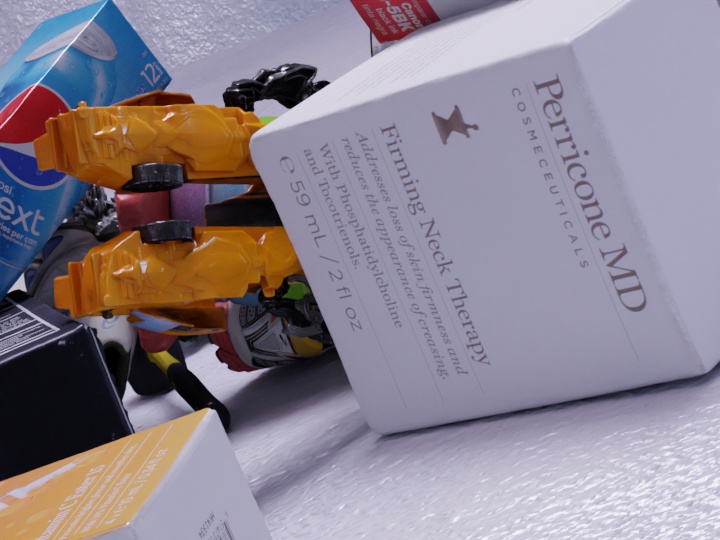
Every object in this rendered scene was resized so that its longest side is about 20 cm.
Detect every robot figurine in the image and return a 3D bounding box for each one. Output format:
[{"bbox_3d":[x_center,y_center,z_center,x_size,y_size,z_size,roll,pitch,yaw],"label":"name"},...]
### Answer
[{"bbox_3d":[-0.064,-0.032,1.091,0.199,0.146,0.058,-2,-8,-43],"label":"robot figurine"}]

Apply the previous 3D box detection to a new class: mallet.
[{"bbox_3d":[-0.115,0.051,1.296,0.041,0.066,0.200,-27,12,-12],"label":"mallet"}]

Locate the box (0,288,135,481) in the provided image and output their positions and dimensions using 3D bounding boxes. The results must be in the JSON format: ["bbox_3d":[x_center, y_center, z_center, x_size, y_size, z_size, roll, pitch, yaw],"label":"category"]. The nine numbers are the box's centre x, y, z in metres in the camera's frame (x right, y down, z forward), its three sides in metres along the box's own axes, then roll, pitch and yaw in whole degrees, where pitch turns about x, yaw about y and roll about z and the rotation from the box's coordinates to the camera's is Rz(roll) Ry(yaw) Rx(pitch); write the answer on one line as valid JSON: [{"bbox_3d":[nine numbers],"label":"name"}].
[{"bbox_3d":[-0.221,0.108,1.100,0.199,0.124,0.198,-24,13,-14],"label":"box"}]

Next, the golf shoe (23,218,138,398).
[{"bbox_3d":[-0.174,0.062,1.268,0.078,0.098,0.200,0,-37,-19],"label":"golf shoe"}]

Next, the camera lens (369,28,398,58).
[{"bbox_3d":[0.117,-0.134,1.249,0.199,0.161,0.160,-3,21,32],"label":"camera lens"}]

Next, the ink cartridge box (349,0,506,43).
[{"bbox_3d":[0.096,-0.208,1.147,0.199,0.083,0.147,-4,52,31],"label":"ink cartridge box"}]

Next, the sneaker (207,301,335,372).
[{"bbox_3d":[0.000,0.000,1.317,0.082,0.078,0.200,-1,32,45],"label":"sneaker"}]

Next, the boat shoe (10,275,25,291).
[{"bbox_3d":[-0.253,0.036,1.632,0.075,0.062,0.200,-11,15,-22],"label":"boat shoe"}]

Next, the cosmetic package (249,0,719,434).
[{"bbox_3d":[0.090,-0.041,1.060,0.199,0.168,0.166,-14,15,40],"label":"cosmetic package"}]

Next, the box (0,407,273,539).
[{"bbox_3d":[-0.140,0.146,0.843,0.199,0.098,0.124,-20,12,15],"label":"box"}]

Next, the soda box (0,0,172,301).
[{"bbox_3d":[-0.189,-0.060,1.199,0.068,0.064,0.200,-11,36,44],"label":"soda box"}]

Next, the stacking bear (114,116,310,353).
[{"bbox_3d":[-0.026,-0.032,1.215,0.199,0.122,0.114,-3,35,4],"label":"stacking bear"}]

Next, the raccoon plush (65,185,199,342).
[{"bbox_3d":[-0.117,-0.045,1.445,0.134,0.200,0.097,-42,27,8],"label":"raccoon plush"}]
